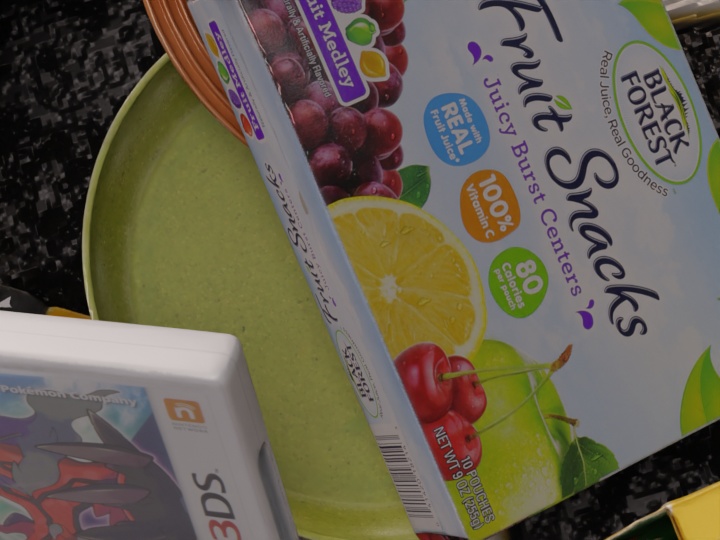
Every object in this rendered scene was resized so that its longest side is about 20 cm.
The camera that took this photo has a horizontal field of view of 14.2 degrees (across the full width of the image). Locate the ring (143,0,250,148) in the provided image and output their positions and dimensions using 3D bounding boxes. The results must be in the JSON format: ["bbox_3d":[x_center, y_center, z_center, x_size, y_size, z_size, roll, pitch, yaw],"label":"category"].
[{"bbox_3d":[0.017,-0.122,0.996,0.200,0.019,0.201,2,83,-20],"label":"ring"}]

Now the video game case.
[{"bbox_3d":[-0.119,0.076,0.962,0.199,0.183,0.023,6,51,17],"label":"video game case"}]

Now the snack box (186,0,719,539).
[{"bbox_3d":[0.048,-0.029,0.959,0.142,0.053,0.201,-25,95,-21],"label":"snack box"}]

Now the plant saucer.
[{"bbox_3d":[0.000,0.000,1.002,0.199,0.031,0.201,4,73,-13],"label":"plant saucer"}]

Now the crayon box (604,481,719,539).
[{"bbox_3d":[0.174,0.077,0.941,0.199,0.127,0.051,-25,77,6],"label":"crayon box"}]

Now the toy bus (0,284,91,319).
[{"bbox_3d":[-0.163,0.037,1.027,0.199,0.078,0.065,14,74,12],"label":"toy bus"}]
